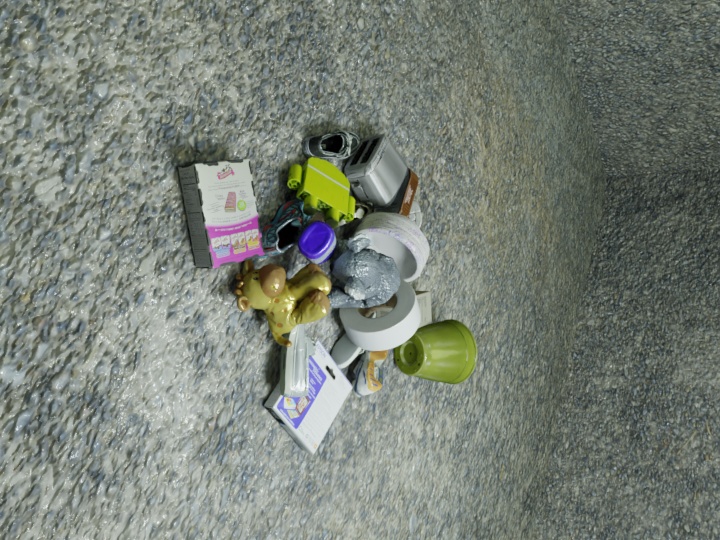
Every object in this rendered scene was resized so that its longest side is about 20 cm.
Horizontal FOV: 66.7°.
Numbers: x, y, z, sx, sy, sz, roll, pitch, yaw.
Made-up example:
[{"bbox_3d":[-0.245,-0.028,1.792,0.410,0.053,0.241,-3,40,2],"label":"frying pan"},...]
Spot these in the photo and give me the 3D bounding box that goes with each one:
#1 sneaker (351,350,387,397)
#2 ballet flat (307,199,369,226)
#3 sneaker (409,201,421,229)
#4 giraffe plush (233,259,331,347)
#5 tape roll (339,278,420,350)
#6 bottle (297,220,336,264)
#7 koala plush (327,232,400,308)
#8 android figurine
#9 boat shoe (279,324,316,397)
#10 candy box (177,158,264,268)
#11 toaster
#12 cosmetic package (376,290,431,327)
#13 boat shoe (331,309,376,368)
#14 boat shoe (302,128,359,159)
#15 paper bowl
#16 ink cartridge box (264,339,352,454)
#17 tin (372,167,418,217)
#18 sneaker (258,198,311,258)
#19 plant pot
[{"bbox_3d":[0.016,0.249,1.475,0.075,0.088,0.200,40,35,-19],"label":"sneaker"},{"bbox_3d":[-0.046,-0.140,1.364,0.200,0.075,0.068,-23,120,-50],"label":"ballet flat"},{"bbox_3d":[0.150,-0.110,1.647,0.082,0.077,0.200,-29,118,-78],"label":"sneaker"},{"bbox_3d":[-0.182,0.046,1.163,0.200,0.173,0.162,-47,123,3],"label":"giraffe plush"},{"bbox_3d":[0.051,0.106,1.393,0.203,0.202,0.071,-54,139,-36],"label":"tape roll"},{"bbox_3d":[-0.094,-0.056,1.241,0.084,0.065,0.200,-52,176,-6],"label":"bottle"},{"bbox_3d":[0.000,0.000,1.292,0.200,0.184,0.178,63,35,-74],"label":"koala plush"},{"bbox_3d":[-0.086,-0.189,1.280,0.182,0.041,0.200,27,41,-27],"label":"android figurine"},{"bbox_3d":[-0.138,0.186,1.234,0.071,0.070,0.201,10,71,-21],"label":"boat shoe"},{"bbox_3d":[-0.273,-0.115,1.084,0.136,0.061,0.200,-20,107,-50],"label":"candy box"},{"bbox_3d":[0.044,-0.268,1.450,0.129,0.114,0.200,52,53,-37],"label":"toaster"},{"bbox_3d":[0.128,0.123,1.606,0.200,0.071,0.105,-9,98,-52],"label":"cosmetic package"},{"bbox_3d":[-0.006,0.186,1.433,0.200,0.071,0.064,-55,137,-35],"label":"boat shoe"},{"bbox_3d":[-0.054,-0.315,1.355,0.199,0.068,0.074,-14,102,-51],"label":"boat shoe"},{"bbox_3d":[0.083,-0.069,1.425,0.201,0.200,0.104,59,45,-35],"label":"paper bowl"},{"bbox_3d":[-0.119,0.301,1.314,0.200,0.043,0.198,-55,131,-33],"label":"ink cartridge box"},{"bbox_3d":[0.094,-0.200,1.520,0.042,0.112,0.200,34,64,-37],"label":"tin"},{"bbox_3d":[-0.151,-0.091,1.214,0.200,0.095,0.079,-52,129,-38],"label":"sneaker"},{"bbox_3d":[0.212,0.246,1.641,0.193,0.200,0.201,5,87,-41],"label":"plant pot"}]
